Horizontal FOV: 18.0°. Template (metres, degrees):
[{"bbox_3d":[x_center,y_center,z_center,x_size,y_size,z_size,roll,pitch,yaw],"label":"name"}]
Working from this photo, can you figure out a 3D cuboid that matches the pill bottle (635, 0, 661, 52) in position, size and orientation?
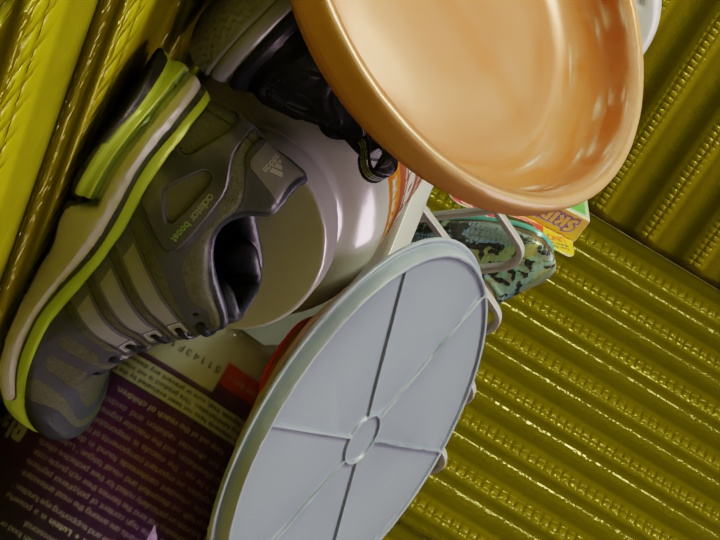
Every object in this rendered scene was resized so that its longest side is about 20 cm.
[{"bbox_3d":[0.111,-0.212,1.492,0.120,0.119,0.200,-60,-151,27],"label":"pill bottle"}]

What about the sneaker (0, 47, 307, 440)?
[{"bbox_3d":[-0.086,0.008,0.912,0.074,0.081,0.200,-58,178,-46],"label":"sneaker"}]

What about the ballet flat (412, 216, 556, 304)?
[{"bbox_3d":[0.039,0.004,1.447,0.199,0.074,0.074,2,-126,49],"label":"ballet flat"}]

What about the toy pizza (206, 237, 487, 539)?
[{"bbox_3d":[-0.010,0.070,1.048,0.200,0.032,0.201,-43,150,-32],"label":"toy pizza"}]

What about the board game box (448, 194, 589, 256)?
[{"bbox_3d":[0.099,-0.094,1.486,0.030,0.095,0.201,-52,-157,36],"label":"board game box"}]

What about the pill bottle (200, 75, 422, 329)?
[{"bbox_3d":[-0.034,-0.046,1.036,0.113,0.112,0.200,-60,179,22],"label":"pill bottle"}]

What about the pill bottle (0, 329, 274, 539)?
[{"bbox_3d":[-0.123,0.106,1.038,0.201,0.111,0.111,-60,179,-9],"label":"pill bottle"}]

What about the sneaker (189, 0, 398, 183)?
[{"bbox_3d":[0.012,-0.116,0.975,0.075,0.114,0.200,-39,-168,45],"label":"sneaker"}]

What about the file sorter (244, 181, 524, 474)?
[{"bbox_3d":[0.000,0.000,1.214,0.138,0.125,0.201,-6,-134,35],"label":"file sorter"}]

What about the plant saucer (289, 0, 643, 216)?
[{"bbox_3d":[0.036,-0.114,0.902,0.037,0.200,0.201,-23,-155,40],"label":"plant saucer"}]
